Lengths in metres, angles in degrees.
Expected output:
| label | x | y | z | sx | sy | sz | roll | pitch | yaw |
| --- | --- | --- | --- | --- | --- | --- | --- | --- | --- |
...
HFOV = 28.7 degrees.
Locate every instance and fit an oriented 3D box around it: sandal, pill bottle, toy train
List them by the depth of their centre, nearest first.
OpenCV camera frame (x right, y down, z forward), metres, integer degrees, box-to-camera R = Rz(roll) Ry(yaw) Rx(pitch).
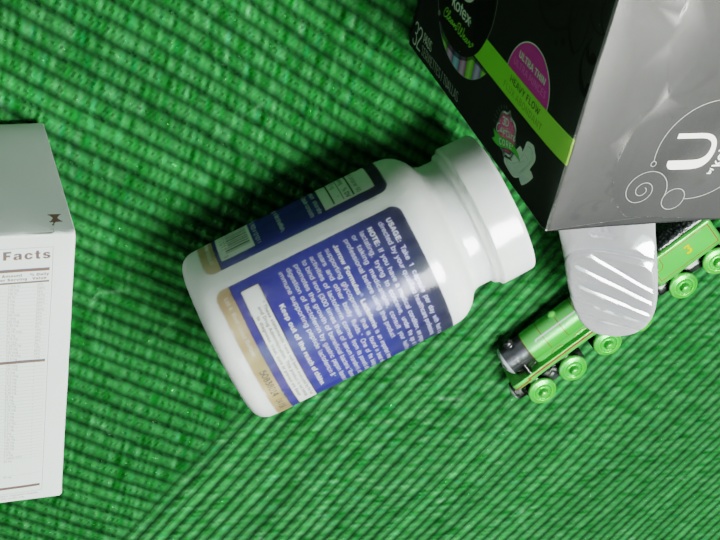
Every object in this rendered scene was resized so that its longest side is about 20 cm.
| label | x | y | z | sx | sy | sz | roll | pitch | yaw |
| --- | --- | --- | --- | --- | --- | --- | --- | --- | --- |
| pill bottle | 0.000 | 0.000 | 0.884 | 0.200 | 0.116 | 0.116 | -26 | 133 | -1 |
| sandal | 0.163 | -0.053 | 0.951 | 0.079 | 0.059 | 0.207 | -2 | 121 | 9 |
| toy train | 0.184 | 0.024 | 1.041 | 0.200 | 0.042 | 0.056 | -37 | 123 | 9 |

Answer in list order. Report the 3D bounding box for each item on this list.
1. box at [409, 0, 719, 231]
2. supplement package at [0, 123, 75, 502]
| label | x | y | z | sx | sy | sz | roll | pitch | yaw |
| --- | --- | --- | --- | --- | --- | --- | --- | --- | --- |
| box | 0.129 | -0.138 | 0.769 | 0.124 | 0.200 | 0.149 | -4 | 128 | -21 |
| supplement package | -0.230 | 0.028 | 0.808 | 0.114 | 0.110 | 0.200 | -4 | 129 | -21 |
